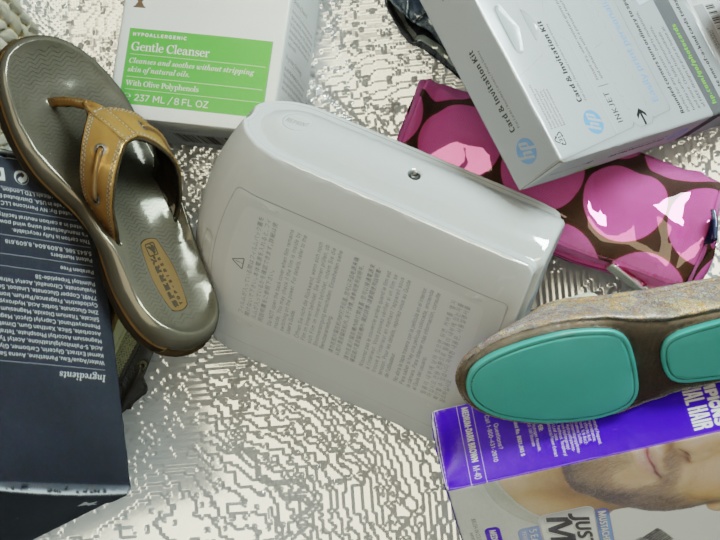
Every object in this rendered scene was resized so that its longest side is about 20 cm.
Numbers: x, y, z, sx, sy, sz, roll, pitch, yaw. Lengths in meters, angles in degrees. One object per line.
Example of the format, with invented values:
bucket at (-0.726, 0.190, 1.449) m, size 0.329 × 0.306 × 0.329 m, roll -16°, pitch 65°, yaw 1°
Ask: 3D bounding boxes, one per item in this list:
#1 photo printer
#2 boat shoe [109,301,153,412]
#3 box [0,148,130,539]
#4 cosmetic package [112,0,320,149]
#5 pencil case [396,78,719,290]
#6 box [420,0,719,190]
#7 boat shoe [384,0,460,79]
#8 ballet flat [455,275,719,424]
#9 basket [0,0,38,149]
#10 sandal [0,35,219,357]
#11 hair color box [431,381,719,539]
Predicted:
photo printer at (0.000, 0.000, 0.937) m, size 0.200 × 0.069 × 0.167 m, roll 23°, pitch 131°, yaw 9°
boat shoe at (-0.159, 0.063, 0.985) m, size 0.073 × 0.065 × 0.200 m, roll 40°, pitch 109°, yaw 42°
box at (-0.221, 0.051, 0.925) m, size 0.148 × 0.104 × 0.200 m, roll -31°, pitch 61°, yaw 41°
cosmetic package at (-0.081, -0.178, 0.998) m, size 0.107 × 0.085 × 0.200 m, roll 6°, pitch 85°, yaw 10°
pencil case at (0.112, -0.041, 0.956) m, size 0.200 × 0.091 × 0.094 m, roll 20°, pitch 65°, yaw 11°
box at (0.132, -0.141, 0.930) m, size 0.200 × 0.041 × 0.156 m, roll -19°, pitch 79°, yaw -42°
boat shoe at (0.032, -0.208, 0.994) m, size 0.091 × 0.071 × 0.200 m, roll -43°, pitch 83°, yaw -4°
ballet flat at (0.149, 0.037, 0.880) m, size 0.200 × 0.067 × 0.068 m, roll -7°, pitch 118°, yaw 1°
basket at (-0.310, -0.135, 0.994) m, size 0.200 × 0.136 × 0.124 m, roll 18°, pitch 82°, yaw 7°
sandal at (-0.133, -0.047, 0.909) m, size 0.082 × 0.055 × 0.200 m, roll -23°, pitch 85°, yaw -41°
hair color box at (0.150, 0.113, 0.920) m, size 0.200 × 0.109 × 0.065 m, roll -14°, pitch 44°, yaw 4°
